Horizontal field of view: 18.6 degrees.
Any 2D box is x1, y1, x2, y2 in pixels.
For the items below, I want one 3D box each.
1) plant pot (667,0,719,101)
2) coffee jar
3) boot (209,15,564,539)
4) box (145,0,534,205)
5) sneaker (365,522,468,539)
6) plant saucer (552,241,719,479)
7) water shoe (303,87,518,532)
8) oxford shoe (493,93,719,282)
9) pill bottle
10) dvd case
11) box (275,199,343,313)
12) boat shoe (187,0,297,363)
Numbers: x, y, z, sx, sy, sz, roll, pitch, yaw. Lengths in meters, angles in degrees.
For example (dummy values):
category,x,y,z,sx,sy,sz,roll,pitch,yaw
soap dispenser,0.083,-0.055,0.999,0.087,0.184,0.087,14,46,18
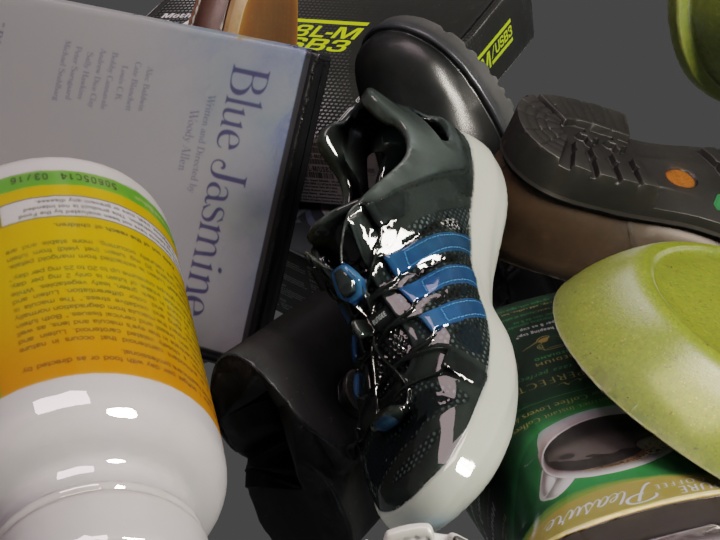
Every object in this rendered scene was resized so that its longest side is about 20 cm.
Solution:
category,x,y,z,sx,sy,sz,roll,pitch,yaw
plant pot,0.284,-0.130,1.056,0.200,0.200,0.184,-27,44,-26
coffee jar,0.092,0.089,0.814,0.104,0.085,0.200,-14,28,-4
boot,0.001,0.001,0.933,0.066,0.165,0.200,-22,13,49
box,-0.035,-0.102,1.141,0.200,0.048,0.193,6,36,26
sneaker,-0.040,0.152,0.784,0.200,0.075,0.087,-20,-7,1
plant saucer,0.170,0.040,0.827,0.200,0.031,0.200,20,22,-8
water shoe,0.009,0.014,0.833,0.072,0.079,0.200,-43,29,33
oxford shoe,0.139,-0.008,0.952,0.200,0.084,0.073,19,31,-15
pill bottle,-0.113,0.058,0.856,0.111,0.111,0.200,-13,44,-5
dvd case,-0.115,-0.046,0.990,0.200,0.143,0.018,14,3,27
box,-0.001,-0.039,1.111,0.160,0.044,0.200,-28,33,-29
boat shoe,-0.077,-0.056,1.018,0.070,0.200,0.070,8,-2,24
